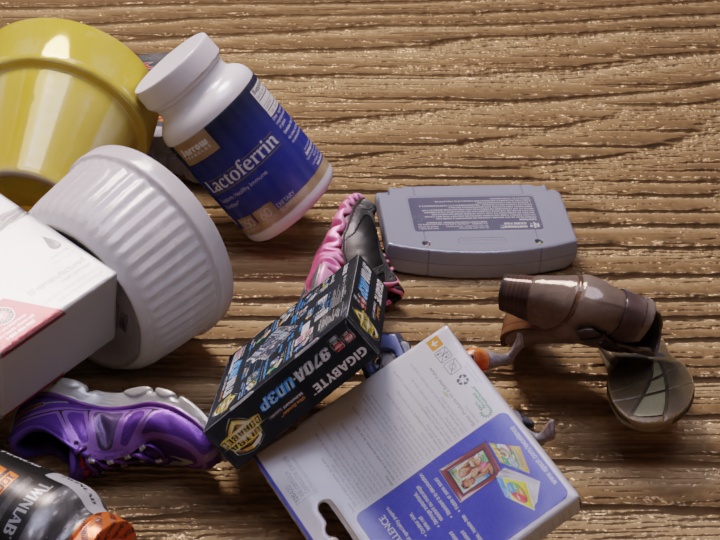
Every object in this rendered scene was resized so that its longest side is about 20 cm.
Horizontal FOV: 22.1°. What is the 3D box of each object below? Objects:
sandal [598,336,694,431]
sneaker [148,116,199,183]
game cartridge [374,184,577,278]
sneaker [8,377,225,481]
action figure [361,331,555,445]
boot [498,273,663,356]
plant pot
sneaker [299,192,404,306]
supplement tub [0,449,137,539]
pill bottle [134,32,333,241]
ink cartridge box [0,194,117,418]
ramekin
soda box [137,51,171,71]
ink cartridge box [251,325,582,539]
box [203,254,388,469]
[{"bbox_3d":[0.258,0.107,1.695,0.080,0.054,0.200,-2,19,-1],"label":"sandal"},{"bbox_3d":[-0.181,-0.154,2.026,0.199,0.078,0.112,12,35,13],"label":"sneaker"},{"bbox_3d":[0.119,-0.041,1.919,0.198,0.041,0.133,-1,30,-6],"label":"game cartridge"},{"bbox_3d":[-0.209,0.151,1.584,0.199,0.081,0.084,4,46,20],"label":"sneaker"},{"bbox_3d":[0.069,0.146,1.609,0.192,0.105,0.201,-10,60,-7],"label":"action figure"},{"bbox_3d":[0.203,0.048,1.690,0.145,0.071,0.200,13,-7,12],"label":"boot"},{"bbox_3d":[-0.319,-0.121,1.881,0.199,0.201,0.190,6,49,4],"label":"plant pot"},{"bbox_3d":[0.000,0.000,1.828,0.095,0.079,0.200,23,36,-4],"label":"sneaker"},{"bbox_3d":[-0.281,0.205,1.433,0.199,0.123,0.123,18,36,22],"label":"supplement tub"},{"bbox_3d":[-0.130,-0.137,1.879,0.116,0.200,0.116,-37,17,14],"label":"pill bottle"},{"bbox_3d":[-0.333,0.016,1.612,0.199,0.084,0.144,32,46,23],"label":"ink cartridge box"},{"bbox_3d":[-0.224,-0.004,1.695,0.199,0.201,0.105,25,47,29],"label":"ramekin"},{"bbox_3d":[-0.262,-0.203,2.107,0.199,0.064,0.071,-8,34,-17],"label":"soda box"},{"bbox_3d":[0.045,0.174,1.508,0.199,0.047,0.198,-34,61,-5],"label":"ink cartridge box"},{"bbox_3d":[-0.052,0.073,1.588,0.159,0.046,0.200,-39,10,11],"label":"box"}]
